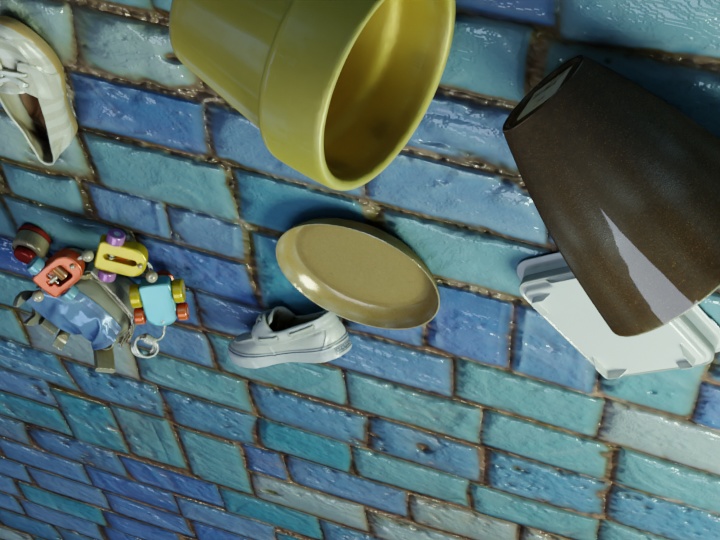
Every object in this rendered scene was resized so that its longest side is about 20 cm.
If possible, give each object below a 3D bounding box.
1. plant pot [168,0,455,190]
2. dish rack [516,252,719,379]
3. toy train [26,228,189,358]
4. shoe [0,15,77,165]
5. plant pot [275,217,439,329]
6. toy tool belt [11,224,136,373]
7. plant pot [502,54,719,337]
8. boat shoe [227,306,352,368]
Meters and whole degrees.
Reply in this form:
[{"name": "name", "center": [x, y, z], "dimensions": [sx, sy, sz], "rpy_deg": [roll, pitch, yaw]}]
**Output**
[{"name": "plant pot", "center": [-0.050, -0.196, 1.176], "dimensions": [0.188, 0.201, 0.201], "rpy_deg": [30, 154, 21]}, {"name": "dish rack", "center": [0.271, 0.052, 1.484], "dimensions": [0.171, 0.044, 0.200], "rpy_deg": [-13, 134, 47]}, {"name": "toy train", "center": [-0.312, 0.017, 1.776], "dimensions": [0.200, 0.056, 0.150], "rpy_deg": [38, 116, -23]}, {"name": "shoe", "center": [-0.354, -0.191, 1.511], "dimensions": [0.070, 0.054, 0.200], "rpy_deg": [13, 149, 17]}, {"name": "plant pot", "center": [0.000, 0.000, 1.602], "dimensions": [0.199, 0.028, 0.200], "rpy_deg": [18, 149, 11]}, {"name": "toy tool belt", "center": [-0.384, 0.040, 1.832], "dimensions": [0.200, 0.123, 0.125], "rpy_deg": [34, 148, -17]}, {"name": "plant pot", "center": [0.221, -0.080, 1.200], "dimensions": [0.200, 0.187, 0.187], "rpy_deg": [46, 146, -10]}, {"name": "boat shoe", "center": [-0.099, 0.077, 1.768], "dimensions": [0.199, 0.071, 0.070], "rpy_deg": [-5, 113, 45]}]
